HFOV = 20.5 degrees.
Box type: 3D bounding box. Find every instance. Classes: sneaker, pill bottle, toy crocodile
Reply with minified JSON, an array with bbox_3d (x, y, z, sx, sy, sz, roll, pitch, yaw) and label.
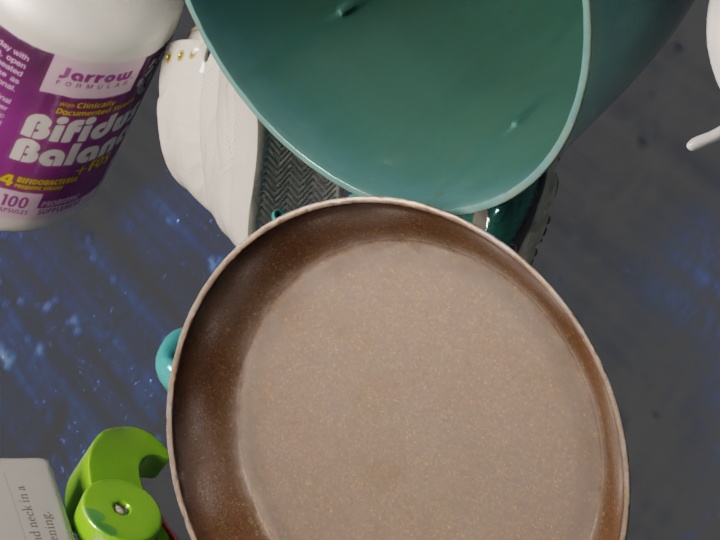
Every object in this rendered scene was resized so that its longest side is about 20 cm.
[{"bbox_3d":[0.000,0.000,0.825,0.200,0.080,0.078,-42,47,10],"label":"sneaker"},{"bbox_3d":[-0.150,-0.119,0.962,0.200,0.111,0.113,-57,38,45],"label":"pill bottle"},{"bbox_3d":[-0.049,-0.110,0.898,0.116,0.073,0.201,40,126,48],"label":"sneaker"},{"bbox_3d":[-0.090,0.155,0.872,0.201,0.061,0.068,61,138,39],"label":"toy crocodile"}]

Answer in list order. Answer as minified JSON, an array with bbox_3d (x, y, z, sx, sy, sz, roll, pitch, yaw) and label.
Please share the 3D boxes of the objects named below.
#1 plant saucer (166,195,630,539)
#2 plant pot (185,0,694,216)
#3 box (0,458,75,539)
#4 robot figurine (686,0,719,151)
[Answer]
[{"bbox_3d":[0.015,0.069,0.767,0.199,0.032,0.202,6,102,27],"label":"plant saucer"},{"bbox_3d":[0.049,-0.145,0.759,0.200,0.161,0.202,26,133,31],"label":"plant pot"},{"bbox_3d":[-0.194,0.218,0.852,0.201,0.130,0.200,-63,38,34],"label":"box"},{"bbox_3d":[0.191,-0.109,0.664,0.169,0.113,0.201,32,97,13],"label":"robot figurine"}]
